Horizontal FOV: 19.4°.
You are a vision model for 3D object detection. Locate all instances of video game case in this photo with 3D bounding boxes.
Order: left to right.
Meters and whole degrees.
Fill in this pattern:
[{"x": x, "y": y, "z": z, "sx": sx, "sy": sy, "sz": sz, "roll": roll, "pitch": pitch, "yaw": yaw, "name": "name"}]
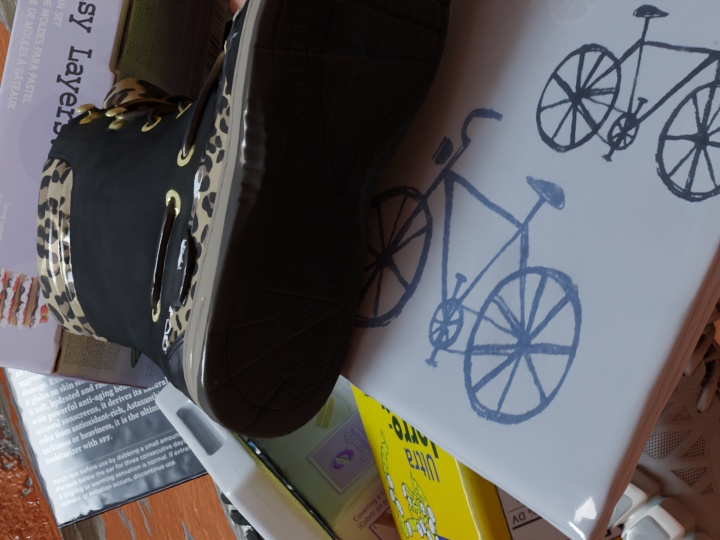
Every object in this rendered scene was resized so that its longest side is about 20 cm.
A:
[{"x": -0.008, "y": 0.140, "z": 0.942, "sx": 0.200, "sy": 0.023, "sz": 0.182, "roll": 49, "pitch": 175, "yaw": -16, "name": "video game case"}]

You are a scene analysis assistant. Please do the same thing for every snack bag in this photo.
[{"x": 0.063, "y": -0.037, "z": 0.653, "sx": 0.188, "sy": 0.021, "sz": 0.201, "roll": 30, "pitch": 96, "yaw": 58, "name": "snack bag"}]

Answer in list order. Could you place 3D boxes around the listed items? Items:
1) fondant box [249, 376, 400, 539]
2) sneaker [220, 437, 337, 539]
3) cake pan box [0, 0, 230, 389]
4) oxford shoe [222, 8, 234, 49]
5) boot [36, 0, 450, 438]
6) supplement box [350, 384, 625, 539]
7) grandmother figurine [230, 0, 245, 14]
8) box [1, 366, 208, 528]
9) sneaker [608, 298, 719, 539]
[{"x": 0.037, "y": 0.134, "z": 0.974, "sx": 0.200, "sy": 0.058, "sz": 0.144, "roll": 49, "pitch": 175, "yaw": -27, "name": "fondant box"}, {"x": -0.029, "y": 0.113, "z": 1.134, "sx": 0.090, "sy": 0.078, "sz": 0.201, "roll": -69, "pitch": -17, "yaw": -53, "name": "sneaker"}, {"x": -0.106, "y": -0.053, "z": 0.886, "sx": 0.184, "sy": 0.052, "sz": 0.202, "roll": 30, "pitch": -109, "yaw": -84, "name": "cake pan box"}, {"x": -0.064, "y": -0.180, "z": 1.088, "sx": 0.084, "sy": 0.072, "sz": 0.201, "roll": 40, "pitch": 152, "yaw": 30, "name": "oxford shoe"}, {"x": -0.046, "y": -0.052, "z": 0.734, "sx": 0.150, "sy": 0.073, "sz": 0.202, "roll": 13, "pitch": 91, "yaw": 57, "name": "boot"}, {"x": 0.055, "y": 0.015, "z": 0.813, "sx": 0.109, "sy": 0.108, "sz": 0.202, "roll": -179, "pitch": 71, "yaw": -72, "name": "supplement box"}, {"x": -0.005, "y": -0.082, "z": 0.995, "sx": 0.121, "sy": 0.060, "sz": 0.201, "roll": 44, "pitch": -165, "yaw": -55, "name": "grandmother figurine"}, {"x": -0.123, "y": 0.027, "z": 1.252, "sx": 0.200, "sy": 0.122, "sz": 0.200, "roll": 71, "pitch": -161, "yaw": 4, "name": "box"}, {"x": 0.118, "y": 0.037, "z": 0.701, "sx": 0.199, "sy": 0.116, "sz": 0.075, "roll": 37, "pitch": -166, "yaw": 2, "name": "sneaker"}]
